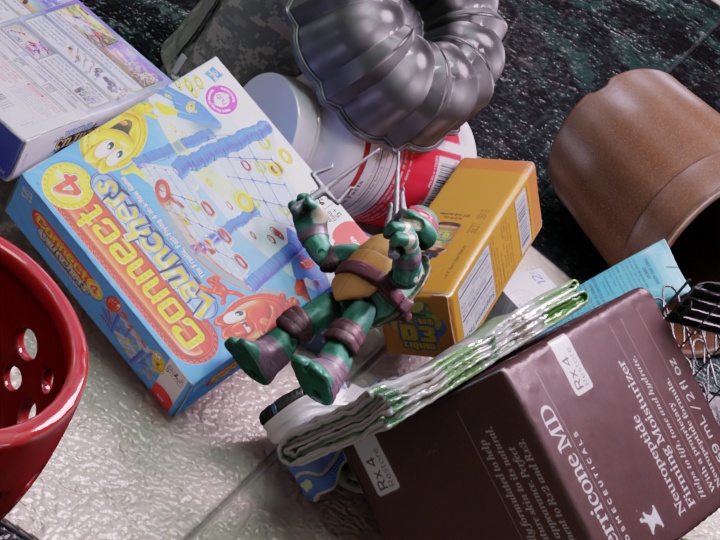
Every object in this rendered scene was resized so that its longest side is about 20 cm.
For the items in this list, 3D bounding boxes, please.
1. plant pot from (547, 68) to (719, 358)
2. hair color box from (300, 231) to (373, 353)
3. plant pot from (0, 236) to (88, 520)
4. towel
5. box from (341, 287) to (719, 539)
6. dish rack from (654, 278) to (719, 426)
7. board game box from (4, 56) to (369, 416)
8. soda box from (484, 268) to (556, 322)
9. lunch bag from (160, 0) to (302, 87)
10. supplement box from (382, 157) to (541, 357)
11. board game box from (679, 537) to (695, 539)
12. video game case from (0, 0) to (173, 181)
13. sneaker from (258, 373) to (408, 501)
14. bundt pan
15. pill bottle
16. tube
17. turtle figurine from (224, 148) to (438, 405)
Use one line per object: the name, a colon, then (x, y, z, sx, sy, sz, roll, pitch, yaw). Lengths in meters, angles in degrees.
plant pot: (0.278, -0.063, 2.026, 0.199, 0.201, 0.199, 2, 36, -36)
hair color box: (-0.082, -0.015, 1.788, 0.199, 0.061, 0.100, 24, 33, -9)
plant pot: (-0.284, 0.090, 1.382, 0.199, 0.183, 0.201, 21, 34, -15)
towel: (0.047, 0.067, 1.583, 0.199, 0.149, 0.031, -30, 91, -35)
box: (0.130, 0.138, 1.613, 0.199, 0.164, 0.167, -25, 88, -51)
dish rack: (0.258, 0.063, 1.710, 0.152, 0.200, 0.055, 14, 50, -20)
board game box: (-0.122, -0.028, 1.691, 0.195, 0.056, 0.200, -35, 81, -34)
soda box: (0.169, 0.092, 1.837, 0.063, 0.068, 0.200, -11, 52, -45)
lunch bag: (-0.059, -0.216, 1.947, 0.167, 0.200, 0.140, 12, 39, -35)
supplement box: (0.079, -0.012, 1.815, 0.066, 0.069, 0.200, 6, 33, 24)
board game box: (0.223, 0.300, 1.547, 0.029, 0.135, 0.201, 12, 38, -25)
video game case: (-0.268, -0.163, 1.724, 0.200, 0.046, 0.181, 41, 35, 15)
sneaker: (0.015, 0.123, 1.688, 0.199, 0.076, 0.078, -6, 66, -39)
bundt pan: (0.039, -0.198, 1.827, 0.201, 0.076, 0.204, 17, 63, -36)
pill bottle: (-0.008, -0.099, 1.879, 0.199, 0.112, 0.113, 12, 36, -44)
tube: (0.157, 0.044, 1.781, 0.051, 0.199, 0.078, 54, 9, -36)
turtle figurine: (0.000, 0.000, 1.624, 0.101, 0.149, 0.200, 48, 63, -24)
